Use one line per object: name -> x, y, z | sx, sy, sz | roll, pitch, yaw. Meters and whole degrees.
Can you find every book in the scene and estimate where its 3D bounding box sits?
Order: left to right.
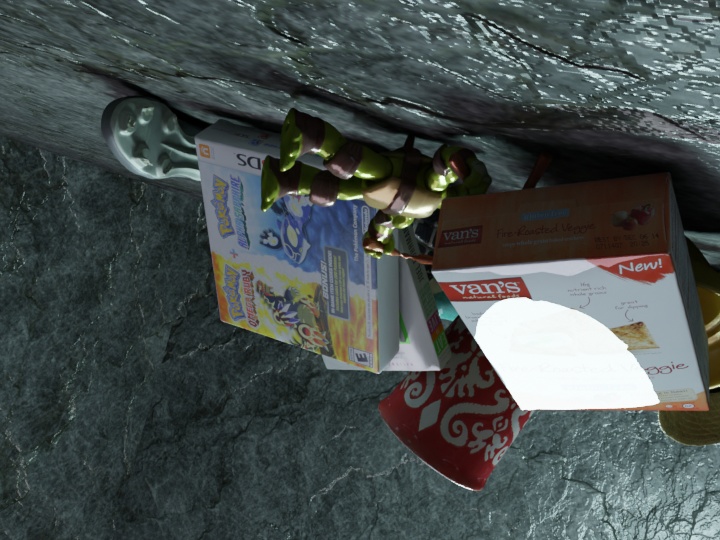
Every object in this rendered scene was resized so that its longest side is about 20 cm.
book -> 0.000, 0.000, 0.789 | 0.133, 0.201, 0.048 | -1, -151, 37

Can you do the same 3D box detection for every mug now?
mug -> 0.132, 0.096, 0.861 | 0.133, 0.200, 0.178 | 37, -171, 6

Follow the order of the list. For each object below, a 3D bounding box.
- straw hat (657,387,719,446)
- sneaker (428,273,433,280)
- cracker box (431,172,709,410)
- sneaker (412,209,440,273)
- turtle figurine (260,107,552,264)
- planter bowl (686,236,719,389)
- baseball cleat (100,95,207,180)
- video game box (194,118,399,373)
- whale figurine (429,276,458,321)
straw hat -> 0.356, 0.070, 0.814 | 0.200, 0.201, 0.085 | 16, -149, -31
sneaker -> 0.116, -0.002, 1.206 | 0.093, 0.070, 0.200 | 30, -163, -18
cracker box -> 0.143, 0.026, 0.541 | 0.133, 0.058, 0.200 | -5, 145, 27
sneaker -> 0.088, -0.040, 1.013 | 0.080, 0.078, 0.200 | 29, -173, 36
turtle figurine -> 0.023, -0.061, 0.560 | 0.161, 0.065, 0.200 | 13, 162, -18
planter bowl -> 0.202, 0.017, 0.647 | 0.200, 0.084, 0.201 | 12, 151, 7
baseball cleat -> -0.202, -0.121, 0.798 | 0.106, 0.070, 0.200 | 15, 179, 20
video game box -> -0.054, -0.021, 0.753 | 0.182, 0.201, 0.047 | 17, -143, 28
whale figurine -> 0.147, 0.031, 0.959 | 0.199, 0.104, 0.159 | -20, 164, 14
